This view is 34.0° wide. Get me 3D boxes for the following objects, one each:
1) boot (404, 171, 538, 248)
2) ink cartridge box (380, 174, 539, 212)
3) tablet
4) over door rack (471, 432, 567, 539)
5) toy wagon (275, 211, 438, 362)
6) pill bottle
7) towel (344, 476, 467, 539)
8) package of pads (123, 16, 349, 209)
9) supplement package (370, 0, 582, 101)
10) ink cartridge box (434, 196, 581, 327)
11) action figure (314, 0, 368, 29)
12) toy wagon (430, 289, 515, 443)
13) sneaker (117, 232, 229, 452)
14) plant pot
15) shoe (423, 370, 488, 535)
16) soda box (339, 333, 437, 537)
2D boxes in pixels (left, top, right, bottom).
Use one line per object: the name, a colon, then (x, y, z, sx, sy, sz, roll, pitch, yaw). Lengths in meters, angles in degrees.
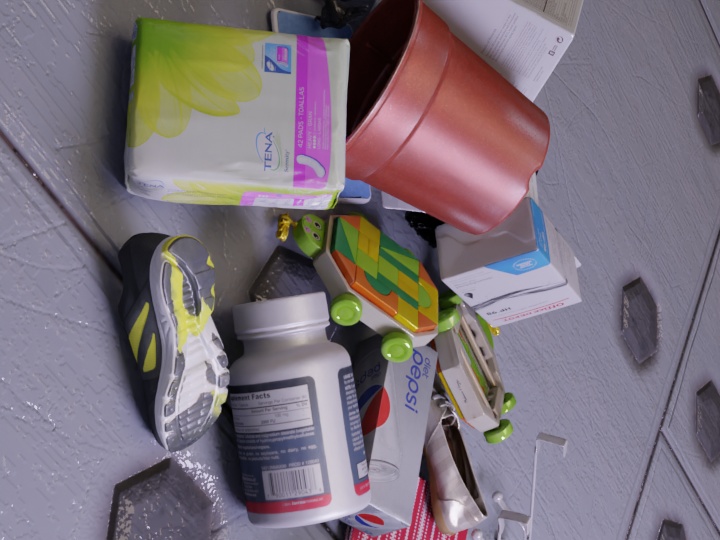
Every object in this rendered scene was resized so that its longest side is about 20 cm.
boot: (0.133, -0.092, 1.407, 0.199, 0.076, 0.171, 27, 59, -37)
ink cartridge box: (0.103, -0.121, 1.324, 0.197, 0.050, 0.165, 6, 67, -20)
tablet: (-0.042, -0.173, 1.262, 0.129, 0.014, 0.204, -2, 83, -50)
over door rack: (0.160, 0.289, 1.318, 0.148, 0.066, 0.202, -51, 158, -49)
toy wagon: (0.000, 0.000, 1.211, 0.199, 0.039, 0.156, 37, 31, -21)
pill bottle: (-0.061, 0.127, 1.099, 0.119, 0.118, 0.204, -7, 88, -50)
towel: (0.051, 0.295, 1.278, 0.199, 0.022, 0.147, 36, 56, -40)
package of pads: (-0.110, -0.135, 1.059, 0.196, 0.068, 0.157, 4, 76, -10)
supplement package: (0.123, -0.286, 1.290, 0.198, 0.152, 0.152, 27, 45, -5)
ink cartridge box: (0.175, 0.002, 1.323, 0.200, 0.114, 0.068, 38, 40, -55)
action figure: (-0.059, -0.353, 1.207, 0.201, 0.101, 0.120, 50, 33, -31)
toy wagon: (0.130, 0.099, 1.357, 0.157, 0.039, 0.200, 64, 18, -13)
sneaker: (-0.166, 0.058, 1.024, 0.074, 0.084, 0.203, -17, 117, -43)
plant pot: (0.074, -0.146, 1.190, 0.194, 0.200, 0.203, 29, 59, -21)
shoe: (0.096, 0.188, 1.309, 0.069, 0.053, 0.203, 6, 67, -54)
soda box: (0.024, 0.164, 1.213, 0.068, 0.063, 0.202, 32, 52, -28)
